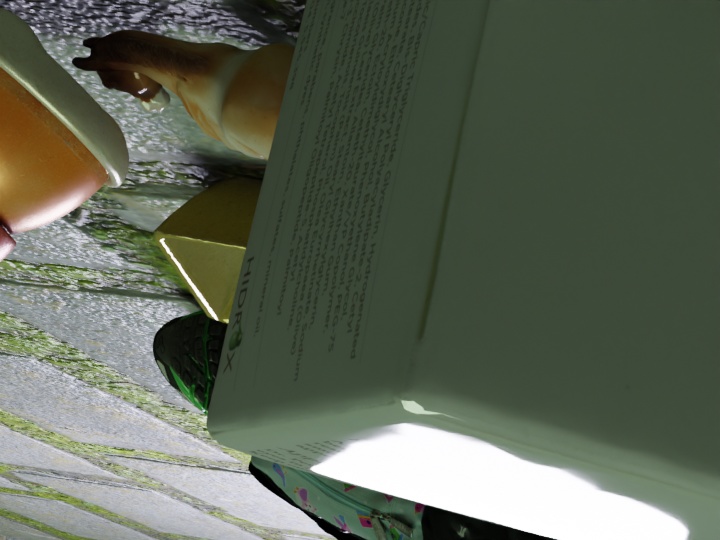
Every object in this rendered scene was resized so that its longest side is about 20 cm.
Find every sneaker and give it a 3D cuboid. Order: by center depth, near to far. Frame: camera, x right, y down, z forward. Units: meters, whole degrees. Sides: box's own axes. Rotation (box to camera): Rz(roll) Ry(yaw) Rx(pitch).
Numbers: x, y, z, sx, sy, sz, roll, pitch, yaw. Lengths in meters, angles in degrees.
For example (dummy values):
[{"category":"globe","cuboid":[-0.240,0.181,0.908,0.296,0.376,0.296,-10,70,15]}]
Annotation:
[{"category":"sneaker","cuboid":[-0.099,0.079,1.472,0.084,0.079,0.200,5,166,25]}]

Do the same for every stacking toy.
[{"category":"stacking toy","cuboid":[-0.205,-0.020,0.850,0.146,0.201,0.146,36,171,7]}]

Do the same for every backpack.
[{"category":"backpack","cuboid":[0.028,0.105,1.265,0.199,0.128,0.166,25,-156,32]}]

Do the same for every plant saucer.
[{"category":"plant saucer","cuboid":[0.000,0.000,1.144,0.198,0.049,0.200,10,166,8]}]

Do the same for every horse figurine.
[{"category":"horse figurine","cuboid":[-0.026,-0.056,0.844,0.132,0.050,0.200,36,176,-30]}]

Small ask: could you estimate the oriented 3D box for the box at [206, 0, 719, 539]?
[{"category":"box","cuboid":[0.082,-0.017,0.694,0.197,0.202,0.171,17,167,-21]}]
